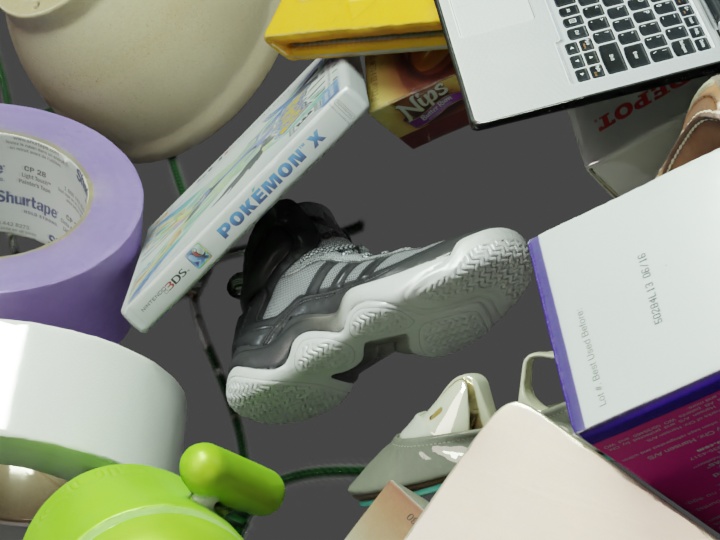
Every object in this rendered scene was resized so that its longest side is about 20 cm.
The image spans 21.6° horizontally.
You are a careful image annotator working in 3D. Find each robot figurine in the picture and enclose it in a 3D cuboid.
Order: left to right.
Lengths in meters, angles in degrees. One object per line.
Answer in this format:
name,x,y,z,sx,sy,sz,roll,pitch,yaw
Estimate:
robot figurine,-0.112,0.166,0.964,0.175,0.116,0.200,-60,18,-2

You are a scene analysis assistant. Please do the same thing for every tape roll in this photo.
tape roll,-0.239,-0.017,1.195,0.200,0.200,0.085,51,145,42
tape roll,-0.204,0.100,1.103,0.202,0.202,0.071,-13,59,32

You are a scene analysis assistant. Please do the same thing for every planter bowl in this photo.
planter bowl,-0.163,-0.190,1.277,0.200,0.135,0.200,-18,57,30

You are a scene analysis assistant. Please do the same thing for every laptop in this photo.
laptop,0.126,-0.187,0.916,0.200,0.116,0.187,-14,39,3

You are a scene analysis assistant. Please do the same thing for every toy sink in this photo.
toy sink,0.121,0.171,0.848,0.200,0.112,0.130,34,89,24

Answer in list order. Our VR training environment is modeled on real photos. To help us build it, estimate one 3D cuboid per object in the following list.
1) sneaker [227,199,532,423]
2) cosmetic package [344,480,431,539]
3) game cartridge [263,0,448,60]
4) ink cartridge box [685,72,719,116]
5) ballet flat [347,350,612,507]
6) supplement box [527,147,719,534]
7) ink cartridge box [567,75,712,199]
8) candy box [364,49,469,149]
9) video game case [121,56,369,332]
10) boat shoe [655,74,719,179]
sneaker,0.000,0.000,1.076,0.200,0.075,0.114,-29,54,25
cosmetic package,0.004,0.221,0.954,0.103,0.087,0.200,36,91,43
game cartridge,0.040,-0.217,1.106,0.176,0.032,0.200,3,65,50
ink cartridge box,0.270,-0.111,0.879,0.146,0.048,0.200,38,113,7
ballet flat,0.080,0.077,0.986,0.200,0.067,0.064,-13,89,27
supplement box,0.174,0.046,0.844,0.103,0.200,0.101,-26,54,23
ink cartridge box,0.177,-0.144,1.024,0.145,0.084,0.200,-29,51,22
candy box,0.060,-0.186,1.157,0.117,0.056,0.200,-21,56,28
video game case,-0.067,-0.058,1.133,0.182,0.022,0.200,-45,12,9
boat shoe,0.167,-0.018,0.892,0.076,0.200,0.072,33,70,19
